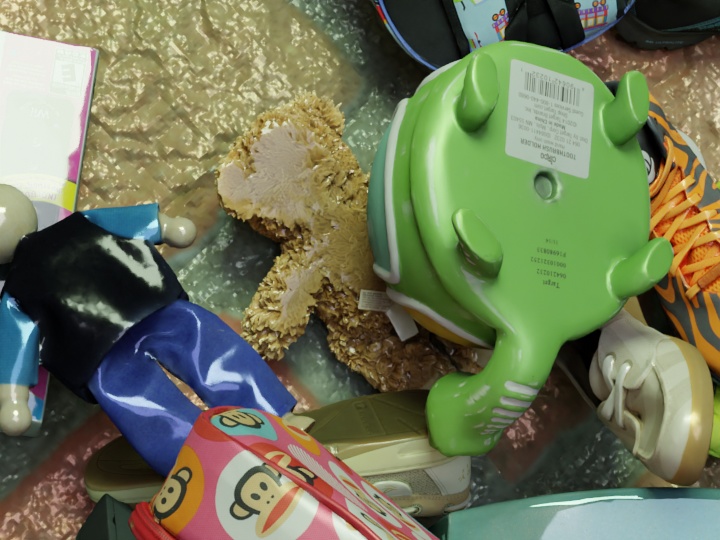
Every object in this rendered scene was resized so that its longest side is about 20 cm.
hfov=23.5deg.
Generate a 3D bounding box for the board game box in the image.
[{"bbox_3d":[-0.221,-0.025,0.892,0.147,0.064,0.201,9,77,-12],"label":"board game box"}]

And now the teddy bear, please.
[{"bbox_3d":[0.000,0.000,0.948,0.199,0.067,0.145,31,81,-12],"label":"teddy bear"}]

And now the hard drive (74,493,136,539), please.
[{"bbox_3d":[-0.043,0.181,0.812,0.200,0.140,0.033,34,87,-9],"label":"hard drive"}]

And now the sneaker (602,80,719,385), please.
[{"bbox_3d":[0.166,-0.021,0.929,0.078,0.112,0.200,-40,53,13],"label":"sneaker"}]

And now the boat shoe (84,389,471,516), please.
[{"bbox_3d":[-0.041,0.109,0.899,0.199,0.073,0.063,-9,114,-8],"label":"boat shoe"}]

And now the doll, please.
[{"bbox_3d":[-0.120,0.033,0.836,0.200,0.048,0.136,44,73,5],"label":"doll"}]

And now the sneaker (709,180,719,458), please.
[{"bbox_3d":[0.234,0.016,1.000,0.083,0.074,0.201,23,75,-26],"label":"sneaker"}]

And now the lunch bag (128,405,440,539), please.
[{"bbox_3d":[0.008,0.144,0.754,0.176,0.200,0.082,34,87,26],"label":"lunch bag"}]

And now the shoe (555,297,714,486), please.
[{"bbox_3d":[0.135,0.057,0.904,0.053,0.200,0.070,3,107,-7],"label":"shoe"}]

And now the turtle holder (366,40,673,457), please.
[{"bbox_3d":[0.073,-0.014,0.866,0.140,0.132,0.186,-20,89,-32],"label":"turtle holder"}]

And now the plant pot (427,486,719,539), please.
[{"bbox_3d":[0.133,0.185,0.898,0.199,0.141,0.142,5,76,-5],"label":"plant pot"}]

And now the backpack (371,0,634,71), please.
[{"bbox_3d":[0.065,-0.217,0.966,0.182,0.135,0.201,-23,108,-6],"label":"backpack"}]

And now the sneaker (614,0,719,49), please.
[{"bbox_3d":[0.249,-0.174,1.033,0.199,0.082,0.074,-12,79,-17],"label":"sneaker"}]
